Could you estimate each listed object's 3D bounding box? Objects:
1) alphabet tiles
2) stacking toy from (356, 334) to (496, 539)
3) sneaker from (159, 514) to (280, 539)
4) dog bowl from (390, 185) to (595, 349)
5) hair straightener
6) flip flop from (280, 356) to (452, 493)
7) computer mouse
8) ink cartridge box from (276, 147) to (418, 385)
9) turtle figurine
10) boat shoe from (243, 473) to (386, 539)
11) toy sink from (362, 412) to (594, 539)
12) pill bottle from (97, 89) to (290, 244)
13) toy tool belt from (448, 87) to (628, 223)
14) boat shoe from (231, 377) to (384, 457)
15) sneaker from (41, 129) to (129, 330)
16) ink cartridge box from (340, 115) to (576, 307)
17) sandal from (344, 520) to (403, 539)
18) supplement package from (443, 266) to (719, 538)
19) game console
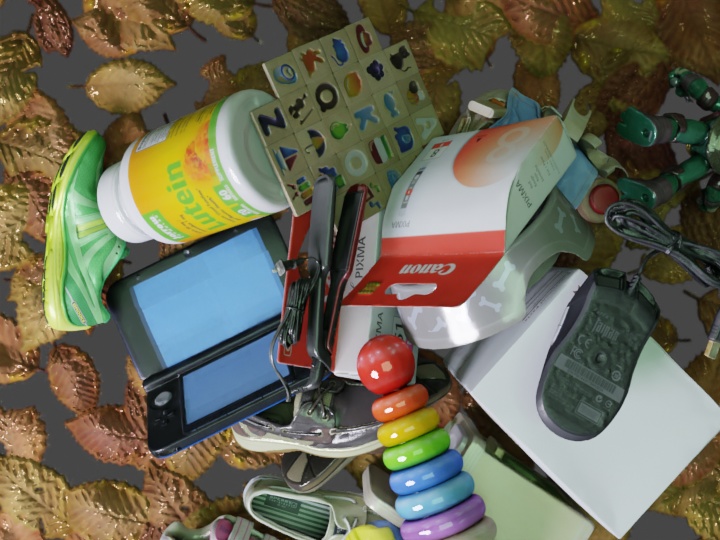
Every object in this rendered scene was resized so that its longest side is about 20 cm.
[{"bbox_3d":[-0.007,-0.137,0.865,0.199,0.006,0.169,-32,103,-33],"label":"alphabet tiles"},{"bbox_3d":[0.050,0.153,0.822,0.084,0.085,0.203,-19,84,-1],"label":"stacking toy"},{"bbox_3d":[-0.120,0.296,0.928,0.196,0.082,0.090,-2,111,2],"label":"sneaker"},{"bbox_3d":[0.112,-0.014,0.846,0.198,0.200,0.059,-33,108,0],"label":"dog bowl"},{"bbox_3d":[-0.049,0.013,0.806,0.076,0.041,0.204,15,86,-31],"label":"hair straightener"},{"bbox_3d":[0.008,0.162,0.951,0.199,0.081,0.058,-39,130,-7],"label":"flip flop"},{"bbox_3d":[0.228,0.055,0.768,0.139,0.046,0.203,23,85,-7],"label":"computer mouse"},{"bbox_3d":[0.000,0.000,0.882,0.043,0.173,0.204,-1,79,34],"label":"ink cartridge box"},{"bbox_3d":[0.339,-0.128,0.910,0.198,0.100,0.152,-18,96,-29],"label":"turtle figurine"},{"bbox_3d":[-0.028,0.263,0.953,0.196,0.062,0.073,14,91,-2],"label":"boat shoe"},{"bbox_3d":[0.113,0.223,0.924,0.198,0.130,0.113,33,91,-1],"label":"toy sink"},{"bbox_3d":[-0.157,-0.089,0.879,0.198,0.111,0.113,-15,92,35],"label":"pill bottle"},{"bbox_3d":[0.185,-0.108,0.918,0.198,0.123,0.126,30,91,-3],"label":"toy tool belt"},{"bbox_3d":[-0.048,0.140,0.911,0.197,0.074,0.065,-10,135,20],"label":"boat shoe"},{"bbox_3d":[-0.277,-0.040,0.942,0.082,0.074,0.204,6,89,-25],"label":"sneaker"},{"bbox_3d":[0.074,-0.051,0.809,0.200,0.161,0.050,-47,117,-30],"label":"ink cartridge box"},{"bbox_3d":[0.027,0.313,0.923,0.086,0.202,0.080,-10,48,-16],"label":"sandal"},{"bbox_3d":[0.202,0.113,0.887,0.191,0.200,0.147,44,90,-2],"label":"supplement package"},{"bbox_3d":[-0.146,0.060,0.921,0.198,0.171,0.119,-26,119,0],"label":"game console"}]
